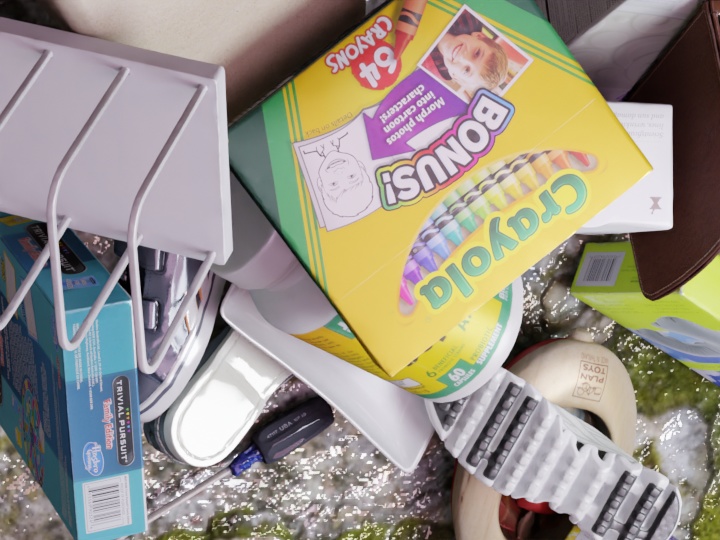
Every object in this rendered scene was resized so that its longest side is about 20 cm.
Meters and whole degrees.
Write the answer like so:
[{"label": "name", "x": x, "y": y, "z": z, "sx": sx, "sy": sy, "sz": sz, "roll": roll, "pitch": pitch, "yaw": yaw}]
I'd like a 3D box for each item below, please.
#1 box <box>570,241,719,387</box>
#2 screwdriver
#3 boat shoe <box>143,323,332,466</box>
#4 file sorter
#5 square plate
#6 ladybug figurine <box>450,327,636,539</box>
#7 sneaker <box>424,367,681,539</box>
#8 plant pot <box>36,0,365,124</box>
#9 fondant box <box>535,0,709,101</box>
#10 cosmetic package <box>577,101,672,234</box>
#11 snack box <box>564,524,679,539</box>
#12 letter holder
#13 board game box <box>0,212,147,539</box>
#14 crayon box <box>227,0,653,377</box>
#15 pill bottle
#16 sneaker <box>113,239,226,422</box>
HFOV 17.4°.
[{"label": "box", "x": 0.262, "y": 0.039, "z": 1.699, "sx": 0.199, "sy": 0.122, "sz": 0.048, "roll": 30, "pitch": 73, "yaw": -31}, {"label": "screwdriver", "x": -0.102, "y": 0.149, "z": 1.626, "sx": 0.199, "sy": 0.028, "sz": 0.029, "roll": -36, "pitch": 92, "yaw": -12}, {"label": "boat shoe", "x": -0.071, "y": 0.052, "z": 1.583, "sx": 0.200, "sy": 0.062, "sz": 0.073, "roll": -47, "pitch": 113, "yaw": -25}, {"label": "file sorter", "x": -0.187, "y": -0.044, "z": 1.302, "sx": 0.198, "sy": 0.125, "sz": 0.139, "roll": 14, "pitch": 135, "yaw": 13}, {"label": "square plate", "x": 0.009, "y": 0.002, "z": 1.587, "sx": 0.200, "sy": 0.028, "sz": 0.199, "roll": 42, "pitch": 66, "yaw": -32}, {"label": "ladybug figurine", "x": 0.127, "y": 0.132, "z": 1.703, "sx": 0.135, "sy": 0.072, "sz": 0.201, "roll": 13, "pitch": 104, "yaw": -28}, {"label": "sneaker", "x": 0.126, "y": 0.123, "z": 1.618, "sx": 0.199, "sy": 0.081, "sz": 0.075, "roll": 35, "pitch": 99, "yaw": -10}, {"label": "plant pot", "x": -0.107, "y": -0.191, "z": 1.403, "sx": 0.199, "sy": 0.200, "sz": 0.178, "roll": -31, "pitch": 129, "yaw": -11}, {"label": "fondant box", "x": 0.187, "y": -0.159, "z": 1.547, "sx": 0.143, "sy": 0.200, "sz": 0.059, "roll": 2, "pitch": 71, "yaw": -26}, {"label": "cosmetic package", "x": 0.125, "y": -0.064, "z": 1.520, "sx": 0.112, "sy": 0.200, "sz": 0.082, "roll": 1, "pitch": 88, "yaw": -10}, {"label": "snack box", "x": 0.174, "y": 0.254, "z": 1.728, "sx": 0.143, "sy": 0.053, "sz": 0.200, "roll": -56, "pitch": 155, "yaw": 6}, {"label": "letter holder", "x": 0.246, "y": -0.071, "z": 1.516, "sx": 0.100, "sy": 0.200, "sz": 0.143, "roll": -3, "pitch": 72, "yaw": -14}, {"label": "board game box", "x": -0.186, "y": 0.055, "z": 1.449, "sx": 0.047, "sy": 0.200, "sz": 0.152, "roll": -10, "pitch": 114, "yaw": -21}, {"label": "crayon box", "x": 0.041, "y": -0.068, "z": 1.379, "sx": 0.200, "sy": 0.058, "sz": 0.173, "roll": -38, "pitch": 97, "yaw": -3}, {"label": "pill bottle", "x": 0.000, "y": 0.000, "z": 1.490, "sx": 0.199, "sy": 0.113, "sz": 0.113, "roll": 28, "pitch": 97, "yaw": -36}, {"label": "sneaker", "x": -0.128, "y": -0.005, "z": 1.526, "sx": 0.079, "sy": 0.078, "sz": 0.201, "roll": 26, "pitch": 86, "yaw": -35}]
